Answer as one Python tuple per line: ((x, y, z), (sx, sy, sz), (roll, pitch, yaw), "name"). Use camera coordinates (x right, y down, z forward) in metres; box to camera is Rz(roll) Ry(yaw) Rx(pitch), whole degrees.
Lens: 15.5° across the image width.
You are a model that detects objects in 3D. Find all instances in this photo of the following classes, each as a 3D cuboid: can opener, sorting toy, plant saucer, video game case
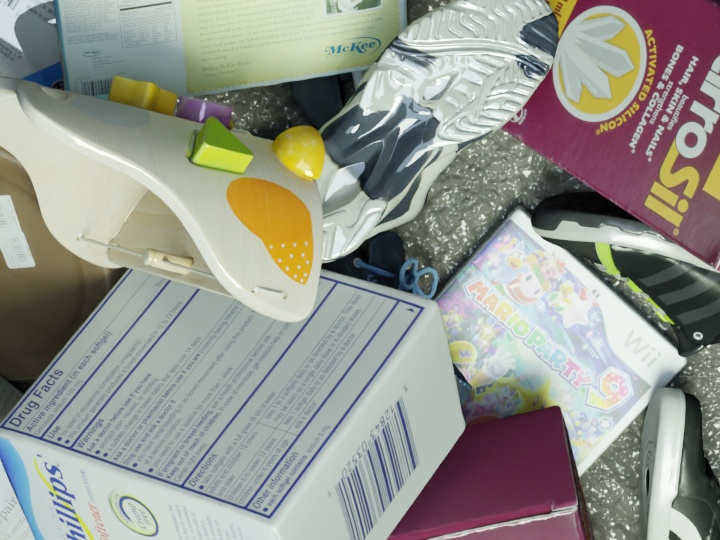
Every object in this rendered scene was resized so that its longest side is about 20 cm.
((-0.022, -0.182, 1.568), (0.066, 0.053, 0.202), (-8, 102, 5), "can opener")
((-0.132, -0.061, 1.424), (0.179, 0.200, 0.108), (23, 85, -36), "sorting toy")
((-0.225, -0.011, 1.587), (0.199, 0.030, 0.201), (10, 125, 14), "plant saucer")
((0.084, 0.080, 1.638), (0.143, 0.018, 0.200), (41, 101, -5), "video game case")

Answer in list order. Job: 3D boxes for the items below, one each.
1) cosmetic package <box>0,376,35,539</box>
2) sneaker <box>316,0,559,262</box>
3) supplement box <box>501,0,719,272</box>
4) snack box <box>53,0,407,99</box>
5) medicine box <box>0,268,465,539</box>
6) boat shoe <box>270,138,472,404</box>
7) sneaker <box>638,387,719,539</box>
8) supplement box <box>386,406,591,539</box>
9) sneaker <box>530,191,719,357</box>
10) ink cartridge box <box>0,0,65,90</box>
((-0.245, 0.113, 1.594), (0.200, 0.074, 0.102), (38, 102, -8), "cosmetic package")
((0.028, -0.084, 1.524), (0.079, 0.130, 0.199), (40, 89, -3), "sneaker")
((0.185, -0.095, 1.499), (0.200, 0.103, 0.132), (36, 107, 38), "supplement box")
((-0.074, -0.159, 1.492), (0.198, 0.037, 0.117), (-9, 128, -9), "snack box")
((-0.073, 0.088, 1.505), (0.199, 0.182, 0.103), (15, 140, 29), "medicine box")
((0.000, 0.000, 1.586), (0.069, 0.084, 0.200), (-44, 90, -2), "boat shoe")
((0.228, 0.165, 1.627), (0.111, 0.073, 0.201), (0, 110, -1), "sneaker")
((0.082, 0.200, 1.584), (0.130, 0.103, 0.201), (-12, 122, 6), "supplement box")
((0.194, 0.012, 1.590), (0.199, 0.072, 0.083), (15, 104, 0), "sneaker")
((-0.160, -0.188, 1.557), (0.146, 0.084, 0.200), (36, 102, -5), "ink cartridge box")
